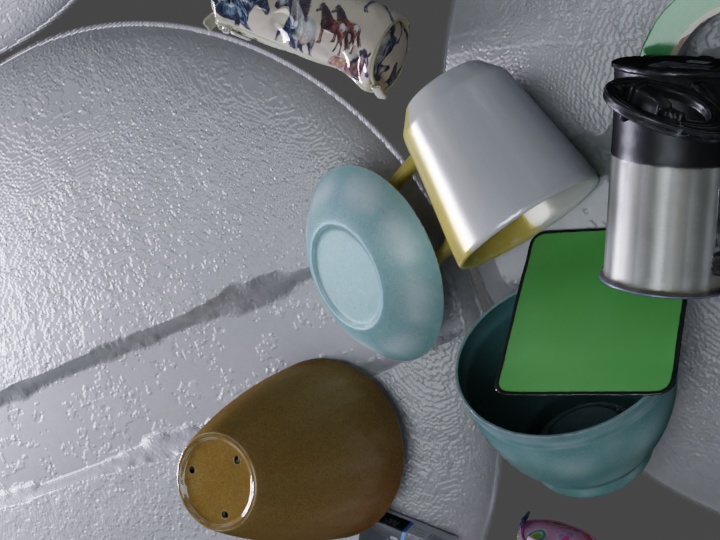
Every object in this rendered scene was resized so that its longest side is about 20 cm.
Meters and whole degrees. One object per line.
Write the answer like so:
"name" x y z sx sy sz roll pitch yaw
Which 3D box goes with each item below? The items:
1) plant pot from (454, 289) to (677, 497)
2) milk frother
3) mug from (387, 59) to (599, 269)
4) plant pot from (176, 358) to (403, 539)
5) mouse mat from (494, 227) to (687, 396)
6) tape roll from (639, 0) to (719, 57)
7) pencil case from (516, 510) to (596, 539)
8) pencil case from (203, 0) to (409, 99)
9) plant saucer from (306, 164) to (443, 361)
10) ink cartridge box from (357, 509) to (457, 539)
"plant pot" 0.198 0.120 1.336 0.199 0.201 0.135 -1 132 24
"milk frother" 0.247 -0.069 1.186 0.180 0.199 0.190 20 114 52
"mug" 0.100 -0.095 1.339 0.186 0.149 0.154 -33 80 5
"plant pot" -0.083 0.190 1.440 0.185 0.200 0.188 2 94 29
"mouse mat" 0.212 0.034 1.309 0.160 0.201 0.008 -2 137 24
"tape roll" 0.340 -0.160 1.271 0.199 0.048 0.202 6 105 23
"pencil case" 0.173 0.344 1.445 0.087 0.087 0.202 18 110 19
"pencil case" -0.048 -0.236 1.405 0.199 0.078 0.090 25 90 16
"plant saucer" 0.000 0.000 1.413 0.200 0.039 0.202 31 133 40
"ink cartridge box" 0.032 0.355 1.537 0.099 0.039 0.202 17 109 18
